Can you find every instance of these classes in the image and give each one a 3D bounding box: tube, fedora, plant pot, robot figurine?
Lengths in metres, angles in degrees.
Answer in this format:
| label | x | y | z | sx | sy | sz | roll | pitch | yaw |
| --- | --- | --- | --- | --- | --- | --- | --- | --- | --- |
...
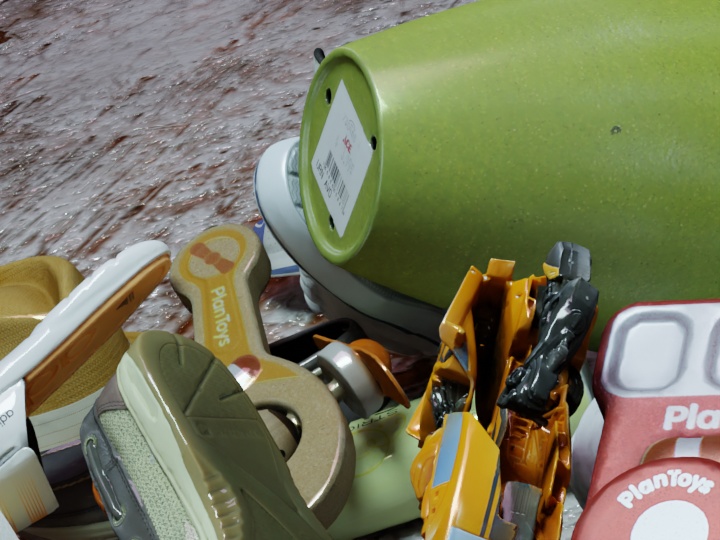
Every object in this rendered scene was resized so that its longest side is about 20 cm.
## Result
| label | x | y | z | sx | sy | sz | roll | pitch | yaw |
| --- | --- | --- | --- | --- | --- | --- | --- | --- | --- |
| tube | 0.010 | 0.088 | 1.029 | 0.198 | 0.052 | 0.058 | -19 | -11 | 9 |
| fedora | -0.181 | 0.046 | 1.229 | 0.199 | 0.082 | 0.201 | -14 | 21 | 5 |
| plant pot | 0.081 | -0.046 | 1.032 | 0.198 | 0.189 | 0.187 | 0 | 13 | -24 |
| robot figurine | 0.041 | 0.083 | 0.828 | 0.058 | 0.146 | 0.201 | 15 | 50 | -1 |

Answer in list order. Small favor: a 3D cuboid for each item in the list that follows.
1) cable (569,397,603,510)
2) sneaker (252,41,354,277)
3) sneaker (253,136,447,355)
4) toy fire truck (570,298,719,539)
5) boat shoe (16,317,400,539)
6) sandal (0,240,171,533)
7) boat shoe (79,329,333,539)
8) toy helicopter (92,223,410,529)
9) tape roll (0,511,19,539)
| label | x | y | z | sx | sy | sz | roll | pitch | yaw |
| --- | --- | --- | --- | --- | --- | --- | --- | --- | --- |
| cable | 0.180 | 0.069 | 0.913 | 0.198 | 0.070 | 0.200 | -17 | 21 | -1 |
| sneaker | 0.005 | -0.062 | 1.258 | 0.080 | 0.116 | 0.199 | -4 | -7 | -26 |
| sneaker | 0.000 | 0.000 | 1.117 | 0.070 | 0.200 | 0.074 | -13 | 59 | 30 |
| toy fire truck | 0.162 | 0.073 | 0.762 | 0.198 | 0.112 | 0.169 | -5 | 50 | 26 |
| boat shoe | -0.080 | 0.069 | 1.106 | 0.198 | 0.074 | 0.075 | -17 | 19 | -1 |
| sandal | -0.146 | 0.073 | 1.028 | 0.207 | 0.059 | 0.079 | -45 | -10 | -9 |
| boat shoe | -0.050 | 0.117 | 0.882 | 0.071 | 0.202 | 0.066 | 7 | -45 | -46 |
| toy helicopter | -0.045 | 0.045 | 1.017 | 0.131 | 0.079 | 0.201 | -24 | 40 | 9 |
| tape roll | -0.223 | 0.149 | 0.818 | 0.201 | 0.204 | 0.139 | -3 | 22 | 31 |
